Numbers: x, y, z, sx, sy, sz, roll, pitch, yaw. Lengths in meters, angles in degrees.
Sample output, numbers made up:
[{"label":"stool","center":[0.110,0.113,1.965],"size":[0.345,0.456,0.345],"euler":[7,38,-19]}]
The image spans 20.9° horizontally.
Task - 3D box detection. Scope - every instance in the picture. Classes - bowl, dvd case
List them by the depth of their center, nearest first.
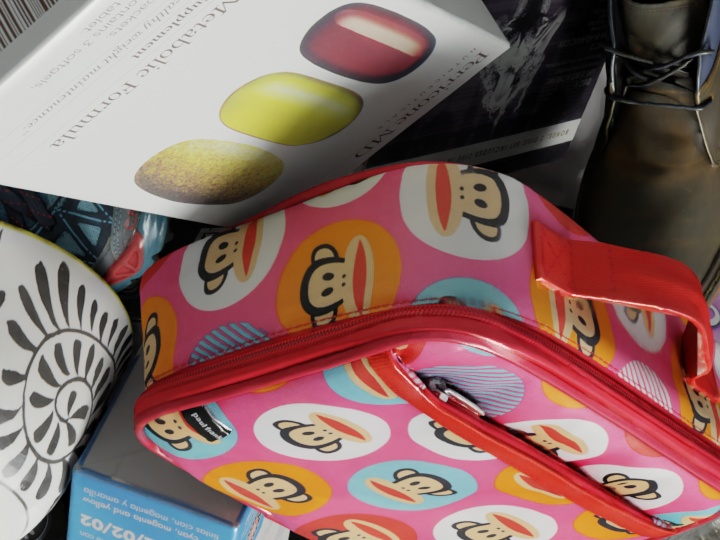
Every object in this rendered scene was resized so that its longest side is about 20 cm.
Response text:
[{"label":"bowl","center":[-0.181,0.063,0.690],"size":[0.199,0.095,0.201],"euler":[-3,150,-2]},{"label":"dvd case","center":[0.068,-0.121,0.735],"size":[0.148,0.016,0.201],"euler":[-17,134,-49]}]

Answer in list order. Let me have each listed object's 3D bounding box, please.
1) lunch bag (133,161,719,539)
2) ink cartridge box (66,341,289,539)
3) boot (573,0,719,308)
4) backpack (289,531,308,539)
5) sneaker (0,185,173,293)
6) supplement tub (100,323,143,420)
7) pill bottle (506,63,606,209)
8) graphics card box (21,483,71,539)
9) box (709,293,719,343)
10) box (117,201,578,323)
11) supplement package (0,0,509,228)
[{"label":"lunch bag","center":[0.040,0.037,0.664],"size":[0.175,0.082,0.200],"euler":[-19,146,33]},{"label":"ink cartridge box","center":[-0.072,0.118,0.789],"size":[0.115,0.067,0.201],"euler":[-65,170,-48]},{"label":"boot","center":[0.108,-0.061,0.750],"size":[0.074,0.201,0.097],"euler":[7,158,32]},{"label":"backpack","center":[0.057,0.127,1.141],"size":[0.183,0.200,0.135],"euler":[-45,175,-42]},{"label":"sneaker","center":[-0.140,-0.008,0.723],"size":[0.095,0.080,0.200],"euler":[-11,153,-42]},{"label":"supplement tub","center":[-0.152,0.103,0.923],"size":[0.199,0.123,0.122],"euler":[-34,162,8]},{"label":"pill bottle","center":[0.158,-0.097,0.916],"size":[0.199,0.113,0.112],"euler":[-17,157,-39]},{"label":"graphics card box","center":[-0.215,0.115,0.846],"size":[0.199,0.126,0.051],"euler":[-34,161,10]},{"label":"box","center":[0.166,0.032,1.165],"size":[0.096,0.176,0.200],"euler":[-25,160,-18]},{"label":"box","center":[0.000,0.000,0.844],"size":[0.199,0.044,0.160],"euler":[-2,177,21]},{"label":"supplement package","center":[-0.058,-0.093,0.579],"size":[0.114,0.110,0.200],"euler":[-37,161,19]}]
